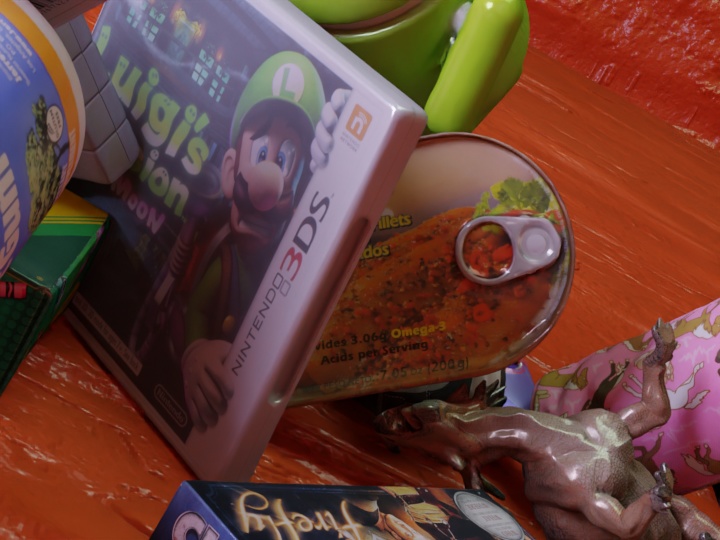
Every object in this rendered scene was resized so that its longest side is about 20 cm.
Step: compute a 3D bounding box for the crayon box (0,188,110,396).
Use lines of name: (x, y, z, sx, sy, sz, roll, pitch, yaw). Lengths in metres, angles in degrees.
crayon box: (-0.212, -0.033, 0.716, 0.198, 0.059, 0.119, 29, 16, -5)

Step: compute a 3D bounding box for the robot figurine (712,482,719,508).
robot figurine: (0.256, 0.150, 0.885, 0.200, 0.123, 0.152, -80, 152, -74)

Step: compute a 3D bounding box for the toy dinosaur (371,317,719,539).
toy dinosaur: (0.108, 0.113, 0.820, 0.201, 0.135, 0.086, 56, 39, -14)

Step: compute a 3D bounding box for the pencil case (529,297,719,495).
pencil case: (0.174, 0.057, 0.856, 0.083, 0.199, 0.087, 53, 37, -8)

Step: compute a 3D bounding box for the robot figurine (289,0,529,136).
robot figurine: (0.015, -0.142, 0.853, 0.175, 0.116, 0.200, 42, -7, 33)

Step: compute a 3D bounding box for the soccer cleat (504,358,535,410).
soccer cleat: (0.059, 0.034, 0.979, 0.066, 0.077, 0.200, 21, 17, -29)

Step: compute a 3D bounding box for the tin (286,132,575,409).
tin: (0.000, 0.000, 0.803, 0.197, 0.114, 0.042, -9, 2, 0)

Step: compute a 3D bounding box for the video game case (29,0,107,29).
video game case: (-0.199, -0.118, 0.628, 0.181, 0.022, 0.199, 17, -20, -38)

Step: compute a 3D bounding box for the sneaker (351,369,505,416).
sneaker: (-0.005, 0.019, 0.922, 0.079, 0.075, 0.200, -10, 30, -30)

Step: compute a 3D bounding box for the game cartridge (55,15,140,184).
game cartridge: (-0.196, -0.107, 0.771, 0.198, 0.039, 0.130, 13, -37, 33)

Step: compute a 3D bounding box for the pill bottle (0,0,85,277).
pill bottle: (-0.173, -0.012, 0.550, 0.111, 0.113, 0.201, 29, 38, -4)

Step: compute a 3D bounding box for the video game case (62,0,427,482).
video game case: (-0.073, -0.036, 0.751, 0.023, 0.183, 0.200, 8, 26, -45)

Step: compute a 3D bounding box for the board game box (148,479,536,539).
board game box: (0.029, 0.138, 0.674, 0.135, 0.035, 0.199, 41, 18, 34)
